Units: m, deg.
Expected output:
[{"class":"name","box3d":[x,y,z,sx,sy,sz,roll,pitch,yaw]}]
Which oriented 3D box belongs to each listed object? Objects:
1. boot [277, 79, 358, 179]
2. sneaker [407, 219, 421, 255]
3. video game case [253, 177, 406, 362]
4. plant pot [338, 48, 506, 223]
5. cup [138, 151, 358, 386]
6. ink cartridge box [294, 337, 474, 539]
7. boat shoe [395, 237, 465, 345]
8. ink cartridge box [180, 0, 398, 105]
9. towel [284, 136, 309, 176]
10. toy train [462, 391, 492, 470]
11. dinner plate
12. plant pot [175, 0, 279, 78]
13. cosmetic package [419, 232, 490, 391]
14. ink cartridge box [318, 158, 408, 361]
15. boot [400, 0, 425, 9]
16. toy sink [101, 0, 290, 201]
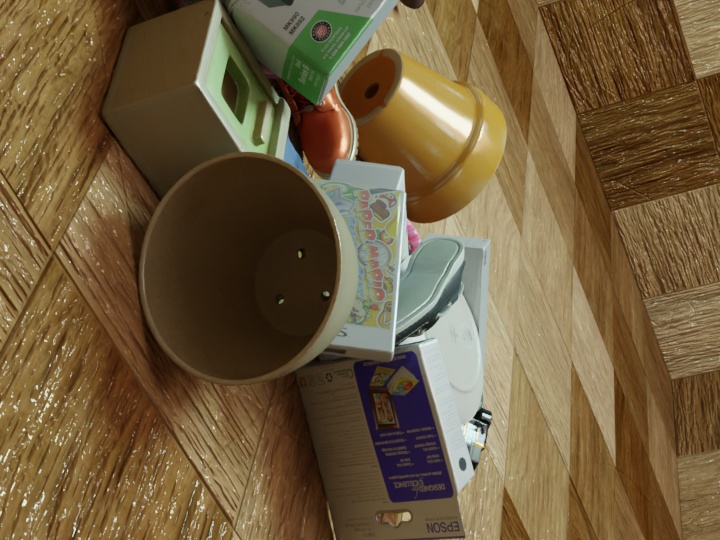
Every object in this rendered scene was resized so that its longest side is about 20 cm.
[{"class":"boot","box3d":[-0.065,-0.206,1.565,0.107,0.074,0.202,27,44,-60]},{"class":"sneaker","box3d":[0.058,0.009,1.768,0.095,0.078,0.202,-114,-176,-74]},{"class":"video game case","box3d":[-0.049,-0.009,1.313,0.023,0.179,0.202,101,-4,-55]},{"class":"plant pot","box3d":[0.065,-0.195,1.757,0.183,0.199,0.202,35,42,-37]},{"class":"cup","box3d":[-0.079,0.005,1.182,0.143,0.198,0.203,13,64,-66]},{"class":"ink cartridge box","box3d":[0.027,0.184,1.371,0.043,0.197,0.203,-13,89,-45]},{"class":"boat shoe","box3d":[0.060,0.036,1.376,0.200,0.075,0.061,-42,134,-45]},{"class":"ink cartridge box","box3d":[-0.075,-0.285,1.262,0.199,0.147,0.084,36,-14,1]},{"class":"towel","box3d":[-0.098,-0.105,1.434,0.112,0.048,0.201,-73,143,-54]},{"class":"toy train","box3d":[0.064,0.168,1.535,0.198,0.085,0.115,24,56,-16]},{"class":"dinner plate","box3d":[0.097,0.076,1.485,0.200,0.024,0.202,38,43,-47]},{"class":"plant pot","box3d":[-0.089,-0.305,1.410,0.179,0.198,0.203,-43,118,-85]},{"class":"cosmetic package","box3d":[0.114,0.059,1.614,0.051,0.081,0.203,-46,140,-67]},{"class":"ink cartridge box","box3d":[0.000,0.000,1.460,0.201,0.084,0.146,82,20,-48]},{"class":"boot","box3d":[0.034,-0.473,2.036,0.167,0.072,0.202,-58,133,-47]},{"class":"toy sink","box3d":[-0.139,-0.134,1.247,0.131,0.111,0.201,-83,152,-44]}]
